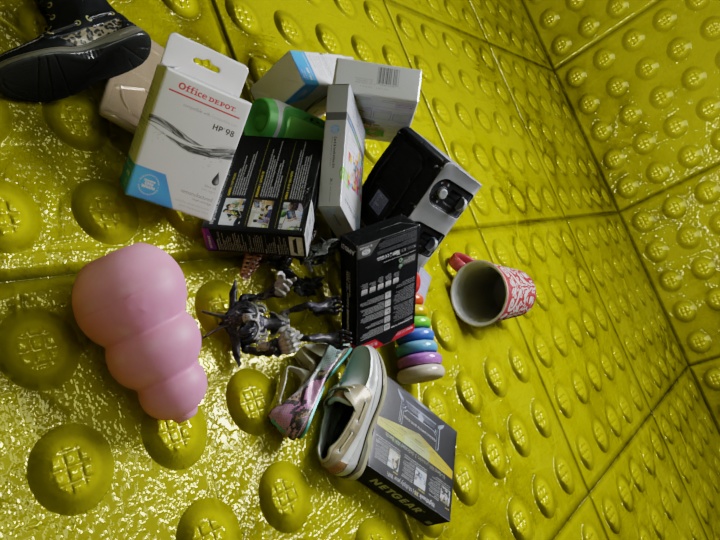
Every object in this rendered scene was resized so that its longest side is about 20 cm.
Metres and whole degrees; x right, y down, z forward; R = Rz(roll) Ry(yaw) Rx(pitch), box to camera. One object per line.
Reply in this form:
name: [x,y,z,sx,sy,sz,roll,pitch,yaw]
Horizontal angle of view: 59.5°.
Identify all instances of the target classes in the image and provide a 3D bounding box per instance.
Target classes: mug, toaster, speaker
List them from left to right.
speaker: [-0.103,-0.229,1.087,0.198,0.088,0.090,12,58,-47]
toaster: [0.088,-0.130,1.092,0.118,0.182,0.201,25,18,-37]
mug: [0.294,0.029,1.380,0.198,0.132,0.181,3,67,-54]

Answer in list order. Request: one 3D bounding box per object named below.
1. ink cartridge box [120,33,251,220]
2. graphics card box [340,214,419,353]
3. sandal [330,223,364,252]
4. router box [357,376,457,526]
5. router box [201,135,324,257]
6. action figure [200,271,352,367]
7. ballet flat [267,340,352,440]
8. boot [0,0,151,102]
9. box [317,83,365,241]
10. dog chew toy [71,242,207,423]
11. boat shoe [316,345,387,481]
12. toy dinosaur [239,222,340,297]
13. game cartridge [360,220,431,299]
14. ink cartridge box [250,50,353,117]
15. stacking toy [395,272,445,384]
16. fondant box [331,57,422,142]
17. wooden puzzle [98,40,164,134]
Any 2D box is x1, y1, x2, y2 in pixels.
ink cartridge box: [-0.218,-0.182,0.804,0.114,0.203,0.067,16,12,-30]
graphics card box: [0.030,0.025,0.992,0.124,0.051,0.203,-20,127,-29]
sandal: [0.000,0.000,1.082,0.045,0.075,0.203,-25,91,-45]
router box: [0.071,0.285,1.000,0.200,0.052,0.159,42,41,-27]
router box: [-0.136,-0.115,0.929,0.052,0.146,0.203,89,7,-51]
action figure: [-0.109,0.064,0.853,0.197,0.102,0.121,3,68,-33]
ballet flat: [-0.074,0.152,0.905,0.071,0.069,0.201,35,40,-2]
boot: [-0.391,-0.304,0.799,0.202,0.074,0.154,-32,75,-34]
box: [-0.027,-0.169,1.014,0.156,0.040,0.204,59,34,-71]
dog chew toy: [-0.236,0.075,0.706,0.124,0.123,0.203,-33,102,-54]
boat shoe: [-0.013,0.196,0.921,0.068,0.074,0.203,38,49,-38]
toy dinosaur: [-0.115,-0.027,0.953,0.135,0.103,0.201,33,55,11]
game cartridge: [0.058,-0.014,1.194,0.200,0.038,0.131,47,43,-20]
ink cartridge box: [-0.088,-0.333,1.145,0.199,0.115,0.068,-22,83,-53]
stacking toy: [0.093,0.092,1.110,0.085,0.085,0.204,12,63,-46]
fondant box: [0.022,-0.288,1.094,0.141,0.200,0.060,8,80,-2]
wooden puzzle: [-0.281,-0.237,0.912,0.184,0.046,0.203,29,43,-38]
